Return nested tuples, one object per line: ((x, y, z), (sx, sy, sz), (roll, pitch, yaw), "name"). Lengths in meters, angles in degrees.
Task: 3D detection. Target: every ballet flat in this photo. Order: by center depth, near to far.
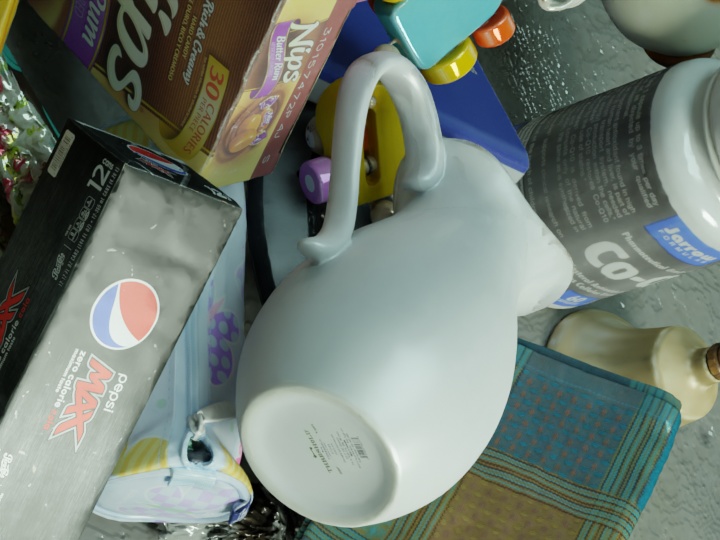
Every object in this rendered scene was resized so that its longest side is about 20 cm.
((-0.179, -0.071, 1.181), (0.064, 0.076, 0.200), (-30, 93, -15), "ballet flat")

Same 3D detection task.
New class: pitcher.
((0.010, 0.007, 1.206), (0.172, 0.121, 0.200), (59, 40, -21), "pitcher")

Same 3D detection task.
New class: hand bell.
((0.210, 0.050, 1.449), (0.104, 0.200, 0.104), (16, 66, -40), "hand bell")

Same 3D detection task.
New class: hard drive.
((-0.007, -0.123, 1.381), (0.200, 0.025, 0.132), (22, 30, -37), "hard drive")

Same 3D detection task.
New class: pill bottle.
((0.171, -0.053, 1.446), (0.114, 0.200, 0.114), (16, 66, -39), "pill bottle")

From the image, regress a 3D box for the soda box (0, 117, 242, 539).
((-0.134, 0.039, 1.146), (0.071, 0.063, 0.200), (21, 100, -37), "soda box")

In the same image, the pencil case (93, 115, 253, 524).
((-0.093, 0.023, 1.237), (0.083, 0.091, 0.200), (2, 64, -8), "pencil case")

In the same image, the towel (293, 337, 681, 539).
((0.060, 0.109, 1.256), (0.147, 0.022, 0.200), (22, 50, 12), "towel")

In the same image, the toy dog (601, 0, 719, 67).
((0.132, -0.197, 1.434), (0.200, 0.140, 0.194), (25, 49, 5), "toy dog")

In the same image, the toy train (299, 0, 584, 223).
((0.038, -0.084, 1.315), (0.150, 0.056, 0.200), (10, 105, -37), "toy train")

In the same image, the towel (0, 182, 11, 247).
((-0.208, -0.020, 1.196), (0.147, 0.024, 0.200), (-5, 79, -45), "towel")

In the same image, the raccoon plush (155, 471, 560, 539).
((0.014, 0.139, 1.275), (0.200, 0.134, 0.097), (3, 75, -43), "raccoon plush")

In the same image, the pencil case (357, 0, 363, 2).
((-0.035, -0.219, 1.231), (0.083, 0.087, 0.200), (-28, 74, -21), "pencil case")

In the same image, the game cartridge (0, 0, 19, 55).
((-0.243, -0.157, 1.133), (0.200, 0.032, 0.176), (16, 61, -5), "game cartridge")

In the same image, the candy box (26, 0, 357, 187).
((-0.096, -0.148, 1.217), (0.056, 0.117, 0.200), (-14, 52, -45), "candy box")

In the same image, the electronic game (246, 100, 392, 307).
((0.000, 0.000, 1.355), (0.200, 0.042, 0.200), (38, 44, -48), "electronic game")
